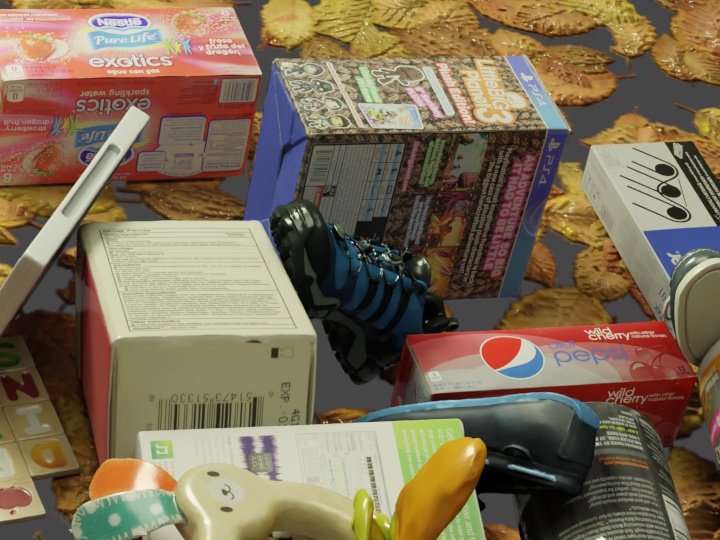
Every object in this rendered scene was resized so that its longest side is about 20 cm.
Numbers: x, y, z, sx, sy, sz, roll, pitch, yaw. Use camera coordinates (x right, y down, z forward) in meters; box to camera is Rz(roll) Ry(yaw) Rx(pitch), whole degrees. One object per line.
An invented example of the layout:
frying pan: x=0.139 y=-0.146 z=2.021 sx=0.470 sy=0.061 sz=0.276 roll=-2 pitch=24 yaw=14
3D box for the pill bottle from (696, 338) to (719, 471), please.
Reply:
pill bottle: x=0.301 y=0.136 z=1.420 sx=0.116 sy=0.116 sz=0.200 roll=2 pitch=48 yaw=-14

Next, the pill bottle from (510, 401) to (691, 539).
pill bottle: x=0.157 y=0.185 z=1.331 sx=0.106 sy=0.106 sz=0.200 roll=4 pitch=39 yaw=-11

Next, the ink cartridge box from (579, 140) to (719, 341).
ink cartridge box: x=0.252 y=-0.024 z=1.669 sx=0.094 sy=0.044 sz=0.200 roll=-4 pitch=42 yaw=-18

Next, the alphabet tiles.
alphabet tiles: x=-0.281 y=0.098 z=1.387 sx=0.166 sy=0.006 sz=0.200 roll=-7 pitch=43 yaw=-25

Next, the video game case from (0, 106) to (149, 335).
video game case: x=-0.211 y=-0.013 z=1.430 sx=0.018 sy=0.143 sz=0.200 roll=34 pitch=35 yaw=-6

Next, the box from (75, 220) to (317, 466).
box: x=-0.110 y=0.052 z=1.366 sx=0.128 sy=0.109 sz=0.200 roll=-1 pitch=21 yaw=-13

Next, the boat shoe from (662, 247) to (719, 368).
boat shoe: x=0.256 y=0.030 z=1.500 sx=0.200 sy=0.075 sz=0.062 roll=38 pitch=20 yaw=-53

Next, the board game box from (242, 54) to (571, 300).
board game box: x=0.030 y=-0.066 z=1.561 sx=0.200 sy=0.160 sz=0.097 roll=-2 pitch=41 yaw=-20

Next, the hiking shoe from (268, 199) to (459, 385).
hiking shoe: x=0.000 y=0.000 z=1.434 sx=0.087 sy=0.200 sz=0.074 roll=-26 pitch=59 yaw=3

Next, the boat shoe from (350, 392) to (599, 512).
boat shoe: x=0.056 y=0.122 z=1.347 sx=0.084 sy=0.200 sz=0.069 roll=23 pitch=63 yaw=-38

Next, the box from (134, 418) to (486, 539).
box: x=-0.026 y=0.157 z=1.240 sx=0.200 sy=0.036 sz=0.145 roll=-2 pitch=51 yaw=-11

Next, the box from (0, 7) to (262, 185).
box: x=-0.186 y=-0.134 z=1.627 sx=0.200 sy=0.103 sz=0.095 roll=-4 pitch=41 yaw=-19

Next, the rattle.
rattle: x=-0.052 y=0.118 z=1.152 sx=0.200 sy=0.143 sz=0.130 roll=32 pitch=51 yaw=14

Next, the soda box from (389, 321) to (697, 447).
soda box: x=0.126 y=0.083 z=1.477 sx=0.200 sy=0.070 sz=0.063 roll=-2 pitch=39 yaw=-19
